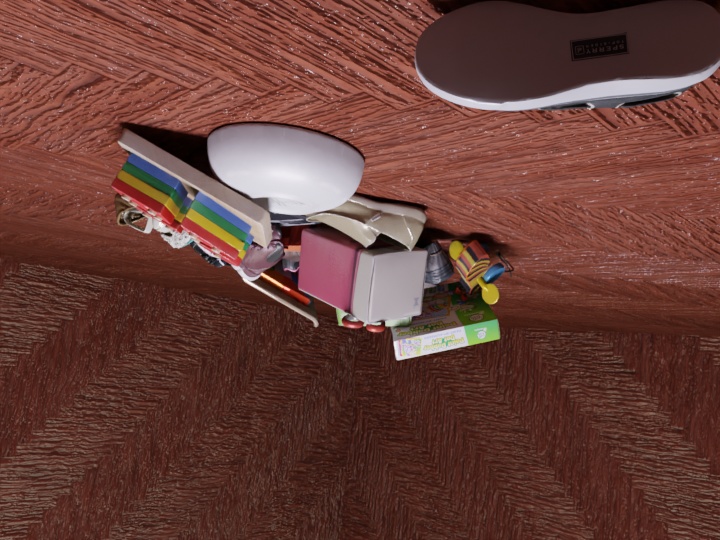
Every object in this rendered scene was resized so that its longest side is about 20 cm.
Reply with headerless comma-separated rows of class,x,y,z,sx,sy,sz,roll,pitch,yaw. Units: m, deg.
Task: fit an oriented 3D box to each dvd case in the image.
dvd case,-0.181,-0.101,1.077,0.196,0.026,0.148,0,170,41

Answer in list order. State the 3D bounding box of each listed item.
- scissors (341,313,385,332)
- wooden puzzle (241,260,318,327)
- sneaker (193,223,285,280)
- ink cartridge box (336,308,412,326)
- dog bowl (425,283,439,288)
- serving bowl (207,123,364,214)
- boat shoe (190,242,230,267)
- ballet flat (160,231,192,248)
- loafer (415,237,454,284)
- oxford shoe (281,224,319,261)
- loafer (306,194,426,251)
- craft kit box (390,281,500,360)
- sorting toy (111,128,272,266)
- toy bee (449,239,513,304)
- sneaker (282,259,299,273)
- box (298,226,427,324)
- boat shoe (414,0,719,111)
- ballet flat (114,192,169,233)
scissors,0.002,0.065,1.080,0.070,0.014,0.200,4,-167,-3
wooden puzzle,-0.162,0.009,1.295,0.198,0.037,0.186,37,-164,-26
sneaker,-0.197,-0.063,1.091,0.113,0.078,0.200,-24,148,16
ink cartridge box,0.043,0.028,1.264,0.143,0.078,0.201,0,-157,14
dog bowl,0.126,0.050,1.720,0.193,0.077,0.200,6,171,1
serving bowl,-0.093,-0.111,0.782,0.193,0.068,0.200,5,172,1
boat shoe,-0.300,-0.039,1.359,0.073,0.068,0.199,-23,170,5
ballet flat,-0.350,-0.081,1.220,0.070,0.074,0.198,10,171,-26
loafer,0.099,-0.037,1.188,0.072,0.074,0.198,-31,-155,-25
oxford shoe,-0.154,-0.044,1.210,0.194,0.073,0.073,3,147,23
loafer,0.004,-0.072,0.969,0.193,0.071,0.076,7,172,-4
craft kit box,0.150,0.089,1.234,0.193,0.050,0.199,-12,-156,1
sorting toy,-0.217,-0.077,0.840,0.195,0.071,0.200,30,171,-3
toy bee,0.218,0.014,1.189,0.198,0.109,0.132,33,-160,-42
sneaker,-0.101,-0.020,1.328,0.077,0.099,0.198,-1,170,33
box,0.000,0.000,1.073,0.125,0.113,0.197,-6,-162,-40
boat shoe,0.134,-0.135,0.428,0.193,0.071,0.057,2,172,13
ballet flat,-0.336,-0.098,1.038,0.195,0.075,0.067,1,170,33
